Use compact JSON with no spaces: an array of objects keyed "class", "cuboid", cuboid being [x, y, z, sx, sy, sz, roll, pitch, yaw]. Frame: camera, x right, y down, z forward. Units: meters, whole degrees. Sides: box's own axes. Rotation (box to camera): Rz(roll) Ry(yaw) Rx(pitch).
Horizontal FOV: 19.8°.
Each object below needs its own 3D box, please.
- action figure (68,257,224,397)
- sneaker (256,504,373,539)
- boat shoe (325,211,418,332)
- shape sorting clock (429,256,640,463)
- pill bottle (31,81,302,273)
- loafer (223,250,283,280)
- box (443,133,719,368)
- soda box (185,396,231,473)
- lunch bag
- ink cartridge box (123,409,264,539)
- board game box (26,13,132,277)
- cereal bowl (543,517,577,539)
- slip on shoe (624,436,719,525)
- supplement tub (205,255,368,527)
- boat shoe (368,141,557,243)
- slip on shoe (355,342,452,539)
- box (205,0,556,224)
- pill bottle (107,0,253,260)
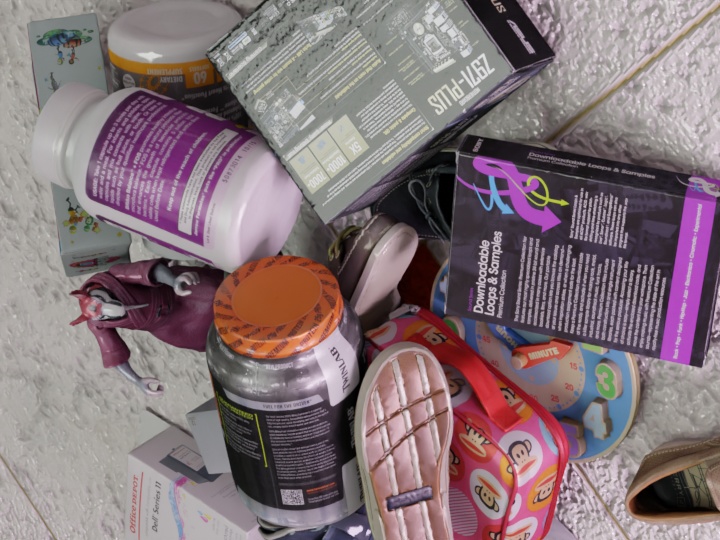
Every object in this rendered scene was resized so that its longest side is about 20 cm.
[{"class":"action figure","cuboid":[-0.184,0.019,1.795,0.149,0.200,0.134,47,115,32]},{"class":"sneaker","cuboid":[-0.031,0.207,1.765,0.202,0.146,0.077,-4,69,66]},{"class":"boat shoe","cuboid":[0.000,0.000,1.659,0.060,0.072,0.200,45,162,13]},{"class":"shape sorting clock","cuboid":[0.133,0.065,1.625,0.200,0.039,0.200,23,127,34]},{"class":"pill bottle","cuboid":[-0.154,-0.078,1.614,0.200,0.112,0.112,22,127,20]},{"class":"loafer","cuboid":[-0.083,0.035,1.736,0.063,0.072,0.200,-12,139,15]},{"class":"box","cuboid":[0.163,-0.015,1.499,0.200,0.036,0.143,11,124,11]},{"class":"soda box","cuboid":[-0.063,0.135,1.834,0.200,0.068,0.064,-11,104,47]},{"class":"lunch bag","cuboid":[0.072,0.126,1.646,0.200,0.082,0.176,41,144,29]},{"class":"ink cartridge box","cuboid":[-0.164,0.232,1.989,0.200,0.067,0.117,29,131,29]},{"class":"board game box","cuboid":[-0.243,-0.105,1.783,0.148,0.064,0.200,129,131,-80]},{"class":"cereal bowl","cuboid":[0.113,0.291,1.743,0.200,0.083,0.200,24,128,35]},{"class":"slip on shoe","cuboid":[0.280,0.153,1.517,0.200,0.061,0.076,-8,107,46]},{"class":"supplement tub","cuboid":[-0.052,0.093,1.596,0.122,0.122,0.200,26,142,32]},{"class":"boat shoe","cuboid":[0.073,-0.055,1.594,0.200,0.062,0.075,-8,117,47]},{"class":"slip on shoe","cuboid":[0.034,0.145,1.580,0.061,0.076,0.200,-125,24,-67]},{"class":"box","cuboid":[0.014,-0.160,1.533,0.200,0.086,0.164,-39,84,28]},{"class":"pill bottle","cuboid":[-0.147,-0.118,1.734,0.116,0.116,0.200,19,125,36]}]
